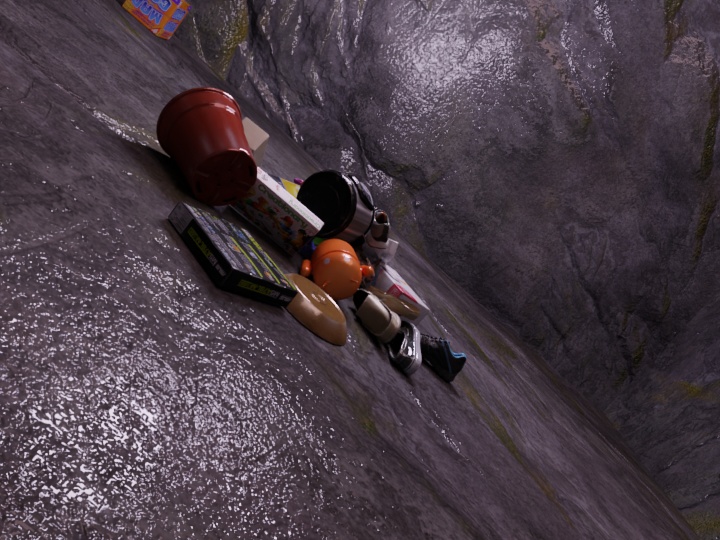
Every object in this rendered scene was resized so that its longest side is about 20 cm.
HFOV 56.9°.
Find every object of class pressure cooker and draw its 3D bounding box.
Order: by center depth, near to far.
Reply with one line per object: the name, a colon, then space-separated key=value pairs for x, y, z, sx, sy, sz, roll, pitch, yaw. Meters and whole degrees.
pressure cooker: x=-0.058 y=-0.160 z=1.721 sx=0.176 sy=0.179 sz=0.200 roll=15 pitch=-1 yaw=23

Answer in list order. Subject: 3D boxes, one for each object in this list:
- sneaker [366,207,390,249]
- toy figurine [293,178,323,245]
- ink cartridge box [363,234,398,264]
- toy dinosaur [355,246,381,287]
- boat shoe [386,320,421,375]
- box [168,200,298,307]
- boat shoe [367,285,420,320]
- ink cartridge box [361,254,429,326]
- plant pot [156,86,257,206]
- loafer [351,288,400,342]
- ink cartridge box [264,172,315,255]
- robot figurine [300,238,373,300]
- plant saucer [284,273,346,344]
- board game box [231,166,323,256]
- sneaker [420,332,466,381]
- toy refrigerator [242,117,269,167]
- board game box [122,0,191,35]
sneaker: x=0.041 y=-0.141 z=1.809 sx=0.073 sy=0.080 sz=0.201 roll=7 pitch=33 yaw=-24
toy figurine: x=-0.153 y=-0.200 z=1.915 sx=0.183 sy=0.149 sz=0.202 roll=34 pitch=-39 yaw=38
ink cartridge box: x=0.007 y=-0.074 z=1.920 sx=0.174 sy=0.045 sz=0.200 roll=22 pitch=-12 yaw=-4
toy dinosaur: x=0.000 y=0.000 z=1.779 sx=0.199 sy=0.086 sz=0.136 roll=13 pitch=29 yaw=-52
boat shoe: x=0.096 y=0.161 z=1.545 sx=0.071 sy=0.072 sz=0.200 roll=42 pitch=12 yaw=-19
box: x=-0.230 y=-0.028 z=1.209 sx=0.200 sy=0.048 sz=0.193 roll=47 pitch=9 yaw=30
boat shoe: x=0.073 y=0.094 z=1.632 sx=0.072 sy=0.066 sz=0.199 roll=23 pitch=0 yaw=-36
ink cartridge box: x=0.085 y=0.061 z=1.884 sx=0.147 sy=0.086 sz=0.200 roll=32 pitch=14 yaw=-45
plant pot: x=-0.325 y=-0.259 z=1.452 sx=0.200 sy=0.201 sz=0.196 roll=28 pitch=24 yaw=-50
loafer: x=0.028 y=0.103 z=1.555 sx=0.068 sy=0.076 sz=0.200 roll=33 pitch=4 yaw=-30
ink cartridge box: x=-0.173 y=-0.143 z=1.718 sx=0.202 sy=0.047 sz=0.197 roll=62 pitch=15 yaw=12
robot figurine: x=-0.055 y=-0.003 z=1.542 sx=0.143 sy=0.117 sz=0.200 roll=38 pitch=11 yaw=-18
plant saucer: x=-0.094 y=0.067 z=1.339 sx=0.200 sy=0.036 sz=0.200 roll=40 pitch=10 yaw=-8
board game box: x=-0.196 y=-0.133 z=1.543 sx=0.199 sy=0.126 sz=0.035 roll=39 pitch=44 yaw=-12
sneaker: x=0.183 y=0.194 z=1.706 sx=0.199 sy=0.082 sz=0.073 roll=39 pitch=12 yaw=-8
toy refrigerator: x=-0.290 y=-0.290 z=1.680 sx=0.076 sy=0.070 sz=0.200 roll=37 pitch=-28 yaw=2
board game box: x=-0.948 y=-1.236 z=3.108 sx=0.199 sy=0.201 sz=0.200 roll=39 pitch=10 yaw=-9
